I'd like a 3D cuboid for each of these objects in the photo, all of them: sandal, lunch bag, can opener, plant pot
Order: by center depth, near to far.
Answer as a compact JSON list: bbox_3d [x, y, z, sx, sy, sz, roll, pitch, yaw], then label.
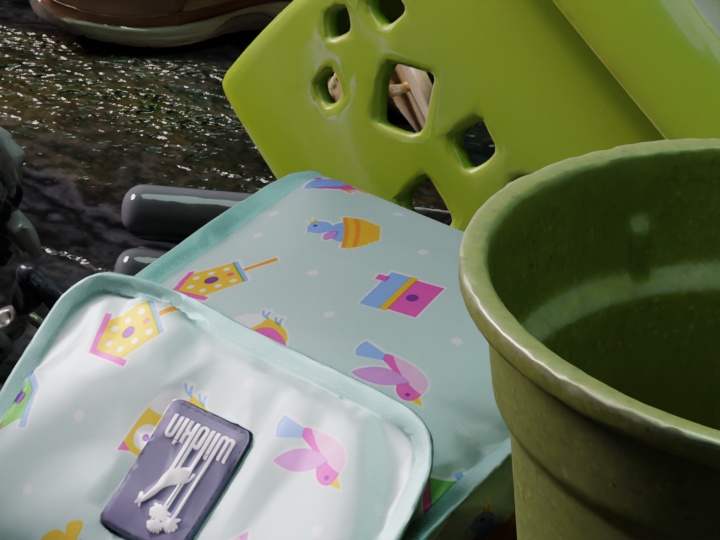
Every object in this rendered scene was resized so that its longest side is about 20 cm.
[{"bbox_3d":[0.119,0.085,0.700,0.199,0.185,0.201,3,26,-2],"label":"plant pot"},{"bbox_3d":[-0.017,0.067,0.796,0.170,0.123,0.200,24,38,35],"label":"lunch bag"},{"bbox_3d":[0.103,-0.071,0.943,0.200,0.182,0.199,-23,70,-45],"label":"plant pot"},{"bbox_3d":[0.000,0.000,1.039,0.199,0.054,0.067,5,-7,3],"label":"can opener"},{"bbox_3d":[-0.016,-0.100,1.223,0.069,0.078,0.212,-24,33,-2],"label":"sandal"}]

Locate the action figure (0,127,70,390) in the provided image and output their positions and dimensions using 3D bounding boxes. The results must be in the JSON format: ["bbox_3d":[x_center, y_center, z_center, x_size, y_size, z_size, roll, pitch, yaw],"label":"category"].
[{"bbox_3d":[-0.159,0.003,0.919,0.199,0.102,0.119,25,59,29],"label":"action figure"}]

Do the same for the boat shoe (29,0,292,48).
[{"bbox_3d":[-0.080,-0.165,1.327,0.199,0.072,0.076,-8,27,-24],"label":"boat shoe"}]

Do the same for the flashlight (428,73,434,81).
[{"bbox_3d":[0.110,-0.133,1.303,0.199,0.068,0.068,-2,52,-15],"label":"flashlight"}]
